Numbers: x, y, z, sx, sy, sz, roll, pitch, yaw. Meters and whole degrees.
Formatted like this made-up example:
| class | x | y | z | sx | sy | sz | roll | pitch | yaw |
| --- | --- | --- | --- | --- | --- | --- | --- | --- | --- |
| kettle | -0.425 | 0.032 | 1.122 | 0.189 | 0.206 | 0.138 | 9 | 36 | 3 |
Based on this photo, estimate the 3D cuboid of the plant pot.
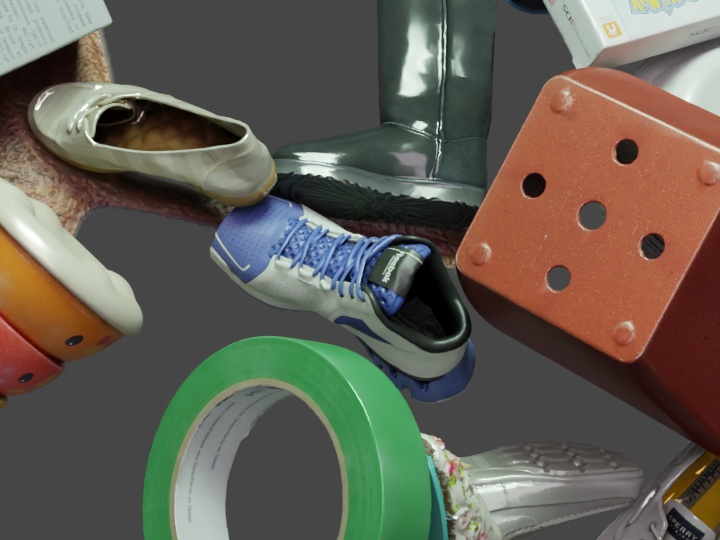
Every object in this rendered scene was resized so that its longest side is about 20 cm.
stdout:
| class | x | y | z | sx | sy | sz | roll | pitch | yaw |
| --- | --- | --- | --- | --- | --- | --- | --- | --- | --- |
| plant pot | 0.173 | -0.020 | 1.045 | 0.200 | 0.176 | 0.200 | 30 | 95 | 29 |

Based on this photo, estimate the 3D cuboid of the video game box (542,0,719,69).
| class | x | y | z | sx | sy | sz | roll | pitch | yaw |
| --- | --- | --- | --- | --- | --- | --- | --- | --- | --- |
| video game box | 0.204 | -0.245 | 1.188 | 0.200 | 0.047 | 0.182 | -19 | 76 | -25 |

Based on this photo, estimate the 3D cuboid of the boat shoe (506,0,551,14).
| class | x | y | z | sx | sy | sz | roll | pitch | yaw |
| --- | --- | --- | --- | --- | --- | --- | --- | --- | --- |
| boat shoe | 0.189 | -0.251 | 1.247 | 0.200 | 0.069 | 0.084 | -27 | 86 | -28 |

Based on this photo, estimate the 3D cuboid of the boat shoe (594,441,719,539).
| class | x | y | z | sx | sy | sz | roll | pitch | yaw |
| --- | --- | --- | --- | --- | --- | --- | --- | --- | --- |
| boat shoe | 0.202 | 0.175 | 1.089 | 0.071 | 0.070 | 0.200 | 42 | 69 | 11 |

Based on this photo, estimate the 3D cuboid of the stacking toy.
| class | x | y | z | sx | sy | sz | roll | pitch | yaw |
| --- | --- | --- | --- | --- | --- | --- | --- | --- | --- |
| stacking toy | -0.253 | 0.051 | 1.081 | 0.146 | 0.146 | 0.200 | 43 | 88 | 12 |

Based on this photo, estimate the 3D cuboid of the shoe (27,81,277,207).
| class | x | y | z | sx | sy | sz | roll | pitch | yaw |
| --- | --- | --- | --- | --- | --- | --- | --- | --- | --- |
| shoe | -0.149 | -0.099 | 1.147 | 0.200 | 0.053 | 0.070 | 17 | 66 | 23 |

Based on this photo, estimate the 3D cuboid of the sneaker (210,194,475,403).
| class | x | y | z | sx | sy | sz | roll | pitch | yaw |
| --- | --- | --- | --- | --- | --- | --- | --- | --- | --- |
| sneaker | 0.001 | 0.000 | 1.116 | 0.199 | 0.115 | 0.081 | 33 | 67 | 8 |

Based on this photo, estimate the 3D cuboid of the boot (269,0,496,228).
| class | x | y | z | sx | sy | sz | roll | pitch | yaw |
| --- | --- | --- | --- | --- | --- | --- | --- | --- | --- |
| boot | 0.018 | -0.137 | 1.203 | 0.165 | 0.066 | 0.200 | 9 | 69 | -11 |

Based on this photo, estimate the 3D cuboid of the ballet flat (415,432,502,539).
| class | x | y | z | sx | sy | sz | roll | pitch | yaw |
| --- | --- | --- | --- | --- | --- | --- | --- | --- | --- |
| ballet flat | 0.058 | 0.188 | 1.036 | 0.064 | 0.076 | 0.200 | -15 | 111 | -33 |

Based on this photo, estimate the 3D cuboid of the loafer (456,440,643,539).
| class | x | y | z | sx | sy | sz | roll | pitch | yaw |
| --- | --- | --- | --- | --- | --- | --- | --- | --- | --- |
| loafer | 0.088 | 0.156 | 1.094 | 0.200 | 0.070 | 0.070 | -5 | 104 | -7 |

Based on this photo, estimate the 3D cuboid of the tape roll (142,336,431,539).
| class | x | y | z | sx | sy | sz | roll | pitch | yaw |
| --- | --- | --- | --- | --- | --- | --- | --- | --- | --- |
| tape roll | -0.049 | 0.141 | 1.017 | 0.048 | 0.200 | 0.200 | 12 | 57 | -48 |

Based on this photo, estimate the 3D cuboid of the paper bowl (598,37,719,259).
| class | x | y | z | sx | sy | sz | roll | pitch | yaw |
| --- | --- | --- | --- | --- | --- | --- | --- | --- | --- |
| paper bowl | 0.275 | -0.080 | 1.189 | 0.201 | 0.104 | 0.201 | 2 | 68 | -6 |

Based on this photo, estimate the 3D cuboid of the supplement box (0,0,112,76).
| class | x | y | z | sx | sy | sz | roll | pitch | yaw |
| --- | --- | --- | --- | --- | --- | --- | --- | --- | --- |
| supplement box | -0.289 | -0.175 | 1.146 | 0.200 | 0.101 | 0.103 | -29 | 108 | -16 |
